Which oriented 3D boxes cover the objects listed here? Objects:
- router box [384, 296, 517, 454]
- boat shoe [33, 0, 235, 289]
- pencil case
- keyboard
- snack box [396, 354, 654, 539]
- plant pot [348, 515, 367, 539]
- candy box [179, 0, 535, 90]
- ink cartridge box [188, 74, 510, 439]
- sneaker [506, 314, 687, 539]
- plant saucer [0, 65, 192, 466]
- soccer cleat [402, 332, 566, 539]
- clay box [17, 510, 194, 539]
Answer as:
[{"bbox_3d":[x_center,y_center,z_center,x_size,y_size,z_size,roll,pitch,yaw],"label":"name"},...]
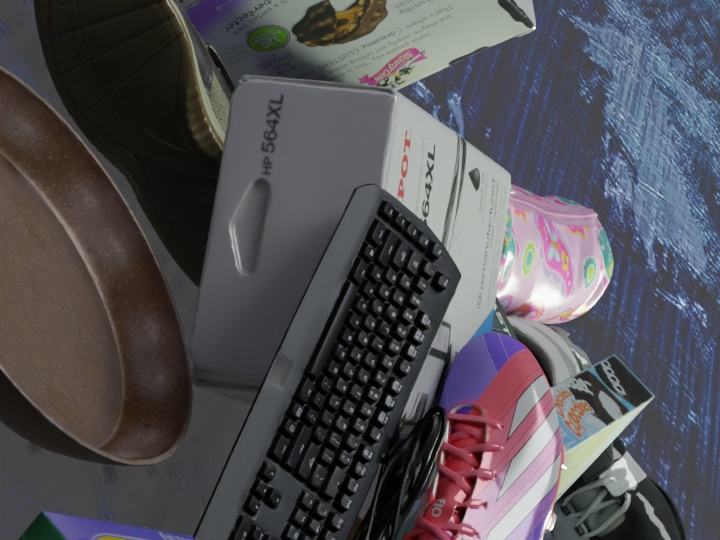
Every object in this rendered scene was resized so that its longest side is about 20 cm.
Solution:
[{"bbox_3d":[0.016,0.004,1.537,0.150,0.062,0.201,14,50,-65],"label":"router box"},{"bbox_3d":[-0.096,-0.081,1.383,0.201,0.071,0.066,61,13,-14],"label":"boat shoe"},{"bbox_3d":[0.086,-0.015,1.703,0.200,0.087,0.088,14,49,-65],"label":"pencil case"},{"bbox_3d":[0.002,0.069,1.219,0.104,0.040,0.201,42,63,-37],"label":"keyboard"},{"bbox_3d":[0.082,0.108,1.471,0.037,0.116,0.200,45,17,10],"label":"snack box"},{"bbox_3d":[-0.009,0.184,1.281,0.200,0.027,0.201,48,24,-29],"label":"plant pot"},{"bbox_3d":[-0.027,-0.173,1.515,0.200,0.167,0.072,39,36,-46],"label":"candy box"},{"bbox_3d":[0.000,0.000,1.354,0.200,0.084,0.147,25,72,-70],"label":"ink cartridge box"},{"bbox_3d":[0.117,0.110,1.632,0.088,0.074,0.200,28,28,-56],"label":"sneaker"},{"bbox_3d":[-0.144,0.000,1.200,0.200,0.034,0.201,48,24,-29],"label":"plant saucer"},{"bbox_3d":[0.049,0.118,1.310,0.076,0.066,0.201,29,60,-46],"label":"soccer cleat"},{"bbox_3d":[-0.046,0.178,1.072,0.200,0.048,0.115,44,12,27],"label":"clay box"}]
